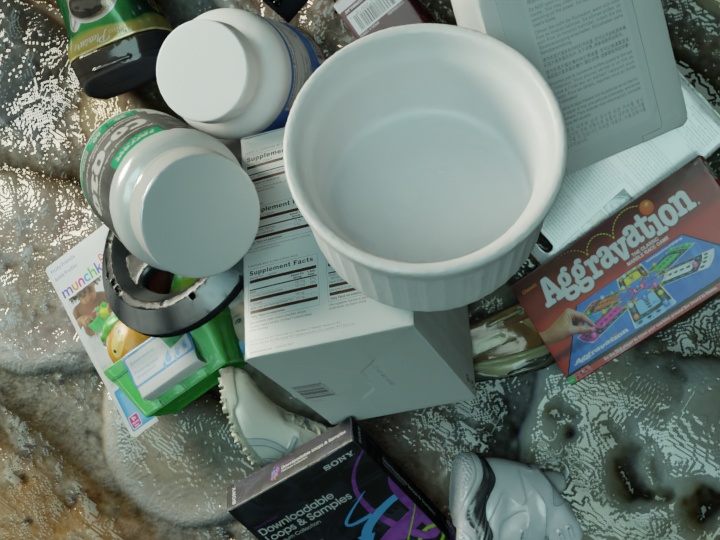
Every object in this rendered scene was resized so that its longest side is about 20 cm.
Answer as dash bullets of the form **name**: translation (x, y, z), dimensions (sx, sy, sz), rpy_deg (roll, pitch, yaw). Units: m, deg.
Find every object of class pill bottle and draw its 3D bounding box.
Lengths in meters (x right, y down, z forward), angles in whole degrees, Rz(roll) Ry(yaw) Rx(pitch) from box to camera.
- **pill bottle**: translation (-0.156, -0.064, 0.934), dimensions (0.112, 0.200, 0.115), rpy_deg (-7, 106, -23)
- **pill bottle**: translation (-0.105, -0.172, 1.022), dimensions (0.111, 0.200, 0.114), rpy_deg (2, 97, 15)

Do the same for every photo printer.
- **photo printer**: translation (0.163, -0.185, 0.915), dimensions (0.165, 0.069, 0.202), rpy_deg (-23, 108, -10)

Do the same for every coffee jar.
- **coffee jar**: translation (-0.249, -0.272, 1.109), dimensions (0.103, 0.085, 0.202), rpy_deg (-18, 90, 13)

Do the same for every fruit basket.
- **fruit basket**: translation (-0.206, 0.035, 1.130), dimensions (0.184, 0.094, 0.201), rpy_deg (-33, 84, 16)

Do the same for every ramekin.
- **ramekin**: translation (0.048, -0.069, 0.836), dimensions (0.198, 0.098, 0.203), rpy_deg (-2, 65, 4)

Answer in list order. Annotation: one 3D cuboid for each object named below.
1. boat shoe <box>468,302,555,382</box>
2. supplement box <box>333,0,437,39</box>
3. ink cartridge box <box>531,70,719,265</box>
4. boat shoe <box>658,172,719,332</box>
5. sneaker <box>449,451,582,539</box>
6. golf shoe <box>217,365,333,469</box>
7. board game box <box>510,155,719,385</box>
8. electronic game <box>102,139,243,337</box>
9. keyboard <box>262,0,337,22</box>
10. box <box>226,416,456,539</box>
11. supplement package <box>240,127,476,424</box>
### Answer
- **boat shoe**: translation (0.084, 0.074, 1.070), dimensions (0.198, 0.076, 0.075), rpy_deg (-15, 87, 8)
- **supplement box**: translation (0.066, -0.168, 1.023), dimensions (0.061, 0.109, 0.201), rpy_deg (-35, 87, 14)
- **ink cartridge box**: translation (0.218, -0.093, 1.022), dimensions (0.200, 0.050, 0.109), rpy_deg (-43, 85, 16)
- **boat shoe**: translation (0.297, -0.024, 1.005), dimensions (0.200, 0.072, 0.068), rpy_deg (-49, 50, 23)
- **sneaker**: translation (0.141, 0.266, 1.050), dimensions (0.113, 0.075, 0.203), rpy_deg (-1, 91, -5)
- **golf shoe**: translation (-0.062, 0.161, 1.102), dimensions (0.096, 0.078, 0.201), rpy_deg (-28, 114, 6)
- **board game box**: translation (0.234, 0.002, 0.979), dimensions (0.199, 0.019, 0.104), rpy_deg (-37, 76, 23)
- **electronic game**: translation (-0.163, -0.034, 1.065), dimensions (0.198, 0.042, 0.202), rpy_deg (-15, 61, 29)
- **keyboard**: translation (-0.015, -0.311, 1.040), dimensions (0.104, 0.040, 0.200), rpy_deg (34, 108, -29)
- **box**: translation (-0.011, 0.237, 1.073), dimensions (0.142, 0.036, 0.200), rpy_deg (-32, 121, 15)
- **supplement package**: translation (0.000, 0.000, 0.983), dimensions (0.145, 0.191, 0.202), rpy_deg (-12, 63, 16)
